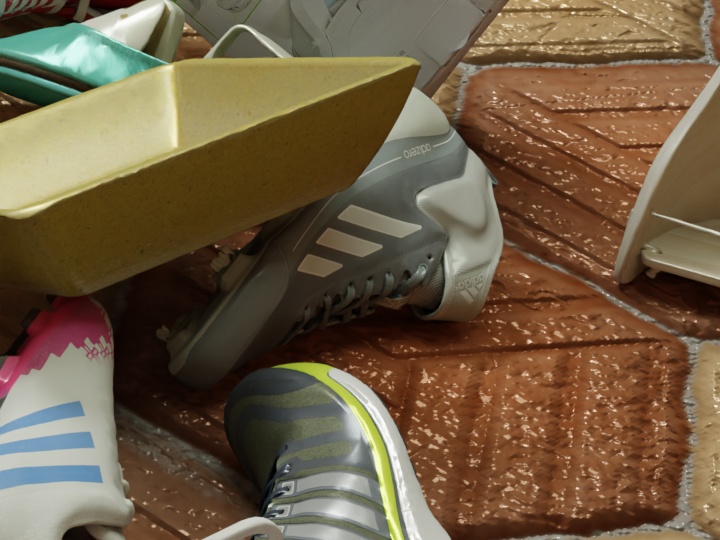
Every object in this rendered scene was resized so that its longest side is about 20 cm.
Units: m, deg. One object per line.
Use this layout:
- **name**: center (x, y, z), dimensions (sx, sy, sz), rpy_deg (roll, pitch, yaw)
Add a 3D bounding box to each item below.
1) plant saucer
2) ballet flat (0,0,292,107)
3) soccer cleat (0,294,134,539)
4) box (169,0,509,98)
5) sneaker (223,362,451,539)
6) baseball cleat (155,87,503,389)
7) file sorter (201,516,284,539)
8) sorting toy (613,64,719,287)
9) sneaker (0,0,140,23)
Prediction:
- **plant saucer**: center (-0.100, -0.038, 1.222), dimensions (0.200, 0.049, 0.200), rpy_deg (-22, 15, -31)
- **ballet flat**: center (-0.081, -0.088, 1.378), dimensions (0.199, 0.071, 0.067), rpy_deg (22, -7, 12)
- **soccer cleat**: center (-0.120, 0.080, 1.120), dimensions (0.086, 0.070, 0.200), rpy_deg (36, 27, -7)
- **box**: center (0.002, -0.181, 1.389), dimensions (0.176, 0.200, 0.097), rpy_deg (40, 36, 0)
- **sneaker**: center (-0.017, 0.103, 1.102), dimensions (0.081, 0.074, 0.200), rpy_deg (-7, 34, -22)
- **baseball cleat**: center (0.000, 0.000, 1.274), dimensions (0.106, 0.070, 0.200), rpy_deg (43, 54, -5)
- **file sorter**: center (-0.010, 0.191, 0.909), dimensions (0.200, 0.125, 0.139), rpy_deg (34, 38, 31)
- **sorting toy**: center (0.239, -0.062, 1.346), dimensions (0.199, 0.181, 0.107), rpy_deg (17, 32, 8)
- **sneaker**: center (-0.161, -0.146, 1.434), dimensions (0.112, 0.071, 0.200), rpy_deg (11, 20, 0)
